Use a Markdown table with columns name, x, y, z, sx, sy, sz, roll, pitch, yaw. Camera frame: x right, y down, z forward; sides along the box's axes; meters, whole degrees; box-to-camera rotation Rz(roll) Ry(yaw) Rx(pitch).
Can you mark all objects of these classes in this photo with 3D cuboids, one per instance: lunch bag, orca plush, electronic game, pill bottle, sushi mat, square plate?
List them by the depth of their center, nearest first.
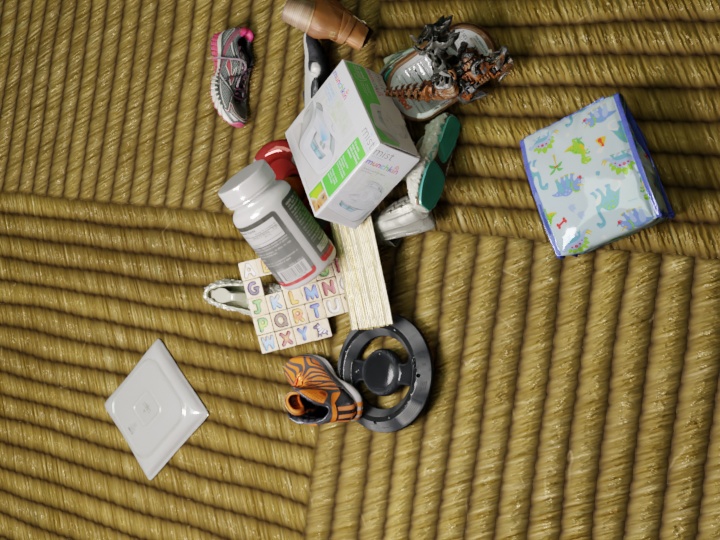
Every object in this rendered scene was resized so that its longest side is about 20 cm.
| name | x | y | z | sx | sy | sz | roll | pitch | yaw |
| --- | --- | --- | --- | --- | --- | --- | --- | --- | --- |
| lunch bag | 0.345 | -0.138 | 1.408 | 0.169 | 0.127 | 0.201 | -25 | 82 | 26 |
| pill bottle | -0.139 | -0.077 | 1.576 | 0.113 | 0.114 | 0.200 | -26 | 112 | 25 |
| sushi mat | 0.000 | 0.000 | 1.591 | 0.095 | 0.012 | 0.201 | -14 | 87 | 40 |
| electronic game | 0.040 | 0.172 | 1.599 | 0.199 | 0.041 | 0.202 | -6 | 81 | 38 |
| orca plush | -0.065 | -0.346 | 1.727 | 0.105 | 0.071 | 0.201 | 119 | 147 | -63 |
| square plate | -0.411 | 0.272 | 1.862 | 0.198 | 0.028 | 0.200 | -48 | 63 | 17 |

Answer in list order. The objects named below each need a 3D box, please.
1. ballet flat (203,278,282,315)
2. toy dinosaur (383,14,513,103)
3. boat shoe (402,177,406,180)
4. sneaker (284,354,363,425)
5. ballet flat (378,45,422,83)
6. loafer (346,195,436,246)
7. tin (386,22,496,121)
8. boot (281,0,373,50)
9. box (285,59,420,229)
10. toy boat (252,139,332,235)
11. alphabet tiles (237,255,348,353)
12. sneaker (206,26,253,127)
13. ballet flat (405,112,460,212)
| name | x | y | z | sx | sy | sz | roll | pitch | yaw |
| --- | --- | --- | --- | --- | --- | --- | --- | --- | --- |
| ballet flat | -0.205 | 0.054 | 1.737 | 0.199 | 0.072 | 0.072 | 4 | 86 | 30 |
| toy dinosaur | 0.140 | -0.317 | 1.508 | 0.199 | 0.136 | 0.102 | -30 | 33 | -11 |
| boat shoe | 0.020 | -0.198 | 1.638 | 0.199 | 0.074 | 0.063 | 23 | 102 | 36 |
| sneaker | -0.094 | 0.200 | 1.614 | 0.200 | 0.112 | 0.078 | 24 | 111 | 47 |
| ballet flat | 0.046 | -0.326 | 1.648 | 0.200 | 0.069 | 0.071 | -45 | 39 | 18 |
| loafer | 0.040 | -0.068 | 1.612 | 0.199 | 0.070 | 0.070 | -19 | 113 | 42 |
| tin | 0.132 | -0.328 | 1.573 | 0.199 | 0.042 | 0.112 | -33 | 95 | 18 |
| boot | -0.047 | -0.460 | 1.699 | 0.154 | 0.201 | 0.074 | 22 | 131 | -2 |
| box | -0.015 | -0.204 | 1.546 | 0.177 | 0.096 | 0.201 | -46 | 48 | 32 |
| toy boat | -0.125 | -0.143 | 1.671 | 0.200 | 0.130 | 0.131 | 43 | 125 | 27 |
| alphabet tiles | -0.102 | 0.043 | 1.670 | 0.199 | 0.008 | 0.168 | -15 | 91 | 10 |
| sneaker | -0.240 | -0.371 | 1.807 | 0.074 | 0.080 | 0.202 | -12 | 78 | 27 |
| ballet flat | 0.110 | -0.173 | 1.557 | 0.071 | 0.072 | 0.201 | 3 | 54 | 31 |
